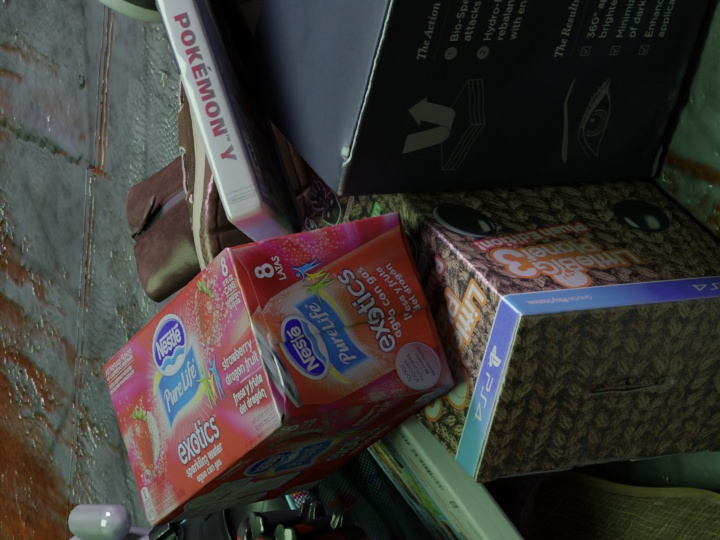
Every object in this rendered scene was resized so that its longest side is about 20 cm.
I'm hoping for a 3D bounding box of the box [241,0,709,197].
[{"bbox_3d":[0.068,-0.153,1.485,0.117,0.200,0.197,49,133,45],"label":"box"}]

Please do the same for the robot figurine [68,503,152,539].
[{"bbox_3d":[-0.145,0.230,1.971,0.200,0.113,0.170,0,122,59],"label":"robot figurine"}]

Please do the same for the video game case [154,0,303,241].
[{"bbox_3d":[-0.073,-0.102,1.551,0.200,0.023,0.183,40,-149,-81],"label":"video game case"}]

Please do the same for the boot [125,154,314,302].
[{"bbox_3d":[-0.064,-0.024,1.796,0.166,0.072,0.200,-38,44,24],"label":"boot"}]

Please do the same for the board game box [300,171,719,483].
[{"bbox_3d":[0.085,0.008,1.517,0.200,0.159,0.097,46,131,46],"label":"board game box"}]

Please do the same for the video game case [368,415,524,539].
[{"bbox_3d":[0.052,0.130,1.592,0.143,0.018,0.200,53,172,1],"label":"video game case"}]

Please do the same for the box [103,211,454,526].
[{"bbox_3d":[-0.045,0.053,1.490,0.200,0.100,0.096,-41,65,60],"label":"box"}]

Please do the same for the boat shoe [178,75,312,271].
[{"bbox_3d":[-0.070,-0.053,1.719,0.075,0.075,0.203,142,127,-65],"label":"boat shoe"}]

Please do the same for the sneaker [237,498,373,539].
[{"bbox_3d":[0.011,0.192,1.561,0.200,0.071,0.098,16,108,45],"label":"sneaker"}]

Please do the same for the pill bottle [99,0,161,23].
[{"bbox_3d":[-0.103,-0.257,1.796,0.114,0.114,0.200,65,144,30],"label":"pill bottle"}]

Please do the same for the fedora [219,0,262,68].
[{"bbox_3d":[-0.036,-0.180,1.593,0.201,0.091,0.201,-19,-90,-87],"label":"fedora"}]

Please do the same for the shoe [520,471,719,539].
[{"bbox_3d":[0.165,0.148,1.518,0.200,0.053,0.070,17,76,53],"label":"shoe"}]

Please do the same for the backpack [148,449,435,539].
[{"bbox_3d":[-0.017,0.209,1.718,0.176,0.153,0.200,-50,51,43],"label":"backpack"}]
